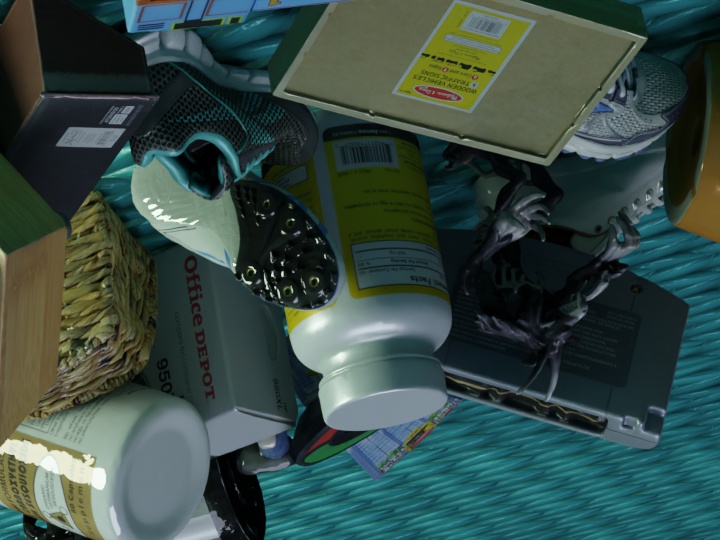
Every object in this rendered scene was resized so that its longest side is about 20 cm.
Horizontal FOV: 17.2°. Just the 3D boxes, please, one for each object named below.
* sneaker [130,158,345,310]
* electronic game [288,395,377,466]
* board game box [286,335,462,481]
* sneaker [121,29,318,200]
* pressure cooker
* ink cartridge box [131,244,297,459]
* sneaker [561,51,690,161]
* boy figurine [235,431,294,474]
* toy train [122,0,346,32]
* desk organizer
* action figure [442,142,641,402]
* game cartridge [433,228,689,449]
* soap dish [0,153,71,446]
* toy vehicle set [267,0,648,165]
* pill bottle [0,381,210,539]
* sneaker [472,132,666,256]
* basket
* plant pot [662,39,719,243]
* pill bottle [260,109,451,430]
[{"bbox_3d":[-0.072,-0.029,1.566,0.072,0.072,0.199,12,-166,-47],"label":"sneaker"},{"bbox_3d":[0.031,0.084,1.779,0.199,0.042,0.200,-34,170,-7],"label":"electronic game"},{"bbox_3d":[0.022,0.069,1.902,0.200,0.062,0.200,-44,152,13],"label":"board game box"},{"bbox_3d":[-0.092,-0.083,1.491,0.077,0.092,0.199,-21,158,29],"label":"sneaker"},{"bbox_3d":[-0.196,0.187,2.050,0.198,0.180,0.176,-15,164,9],"label":"pressure cooker"},{"bbox_3d":[-0.158,0.075,1.811,0.199,0.146,0.084,-22,158,29],"label":"ink cartridge box"},{"bbox_3d":[0.138,-0.124,1.529,0.199,0.078,0.085,0,154,-29],"label":"sneaker"},{"bbox_3d":[-0.090,0.085,1.920,0.064,0.125,0.201,-15,142,-2],"label":"boy figurine"},{"bbox_3d":[-0.040,-0.183,1.265,0.198,0.087,0.114,-8,170,-13],"label":"toy train"},{"bbox_3d":[-0.191,-0.095,1.428,0.071,0.078,0.200,-1,158,-25],"label":"desk organizer"},{"bbox_3d":[0.121,-0.019,1.616,0.118,0.202,0.102,10,150,-44],"label":"action figure"},{"bbox_3d":[0.128,0.042,1.681,0.198,0.134,0.041,17,147,4],"label":"game cartridge"},{"bbox_3d":[-0.250,-0.016,1.401,0.081,0.200,0.158,-23,142,-31],"label":"soap dish"},{"bbox_3d":[0.058,-0.132,1.431,0.199,0.027,0.124,13,137,-25],"label":"toy vehicle set"},{"bbox_3d":[-0.217,0.125,1.721,0.199,0.115,0.114,15,176,33],"label":"pill bottle"},{"bbox_3d":[0.188,-0.046,1.755,0.198,0.085,0.073,-14,158,5],"label":"sneaker"},{"bbox_3d":[-0.246,0.045,1.686,0.198,0.144,0.149,-13,160,6],"label":"basket"},{"bbox_3d":[0.306,-0.080,1.598,0.182,0.202,0.200,8,158,-5],"label":"plant pot"},{"bbox_3d":[0.000,0.000,1.605,0.111,0.202,0.113,-9,161,-3],"label":"pill bottle"}]
